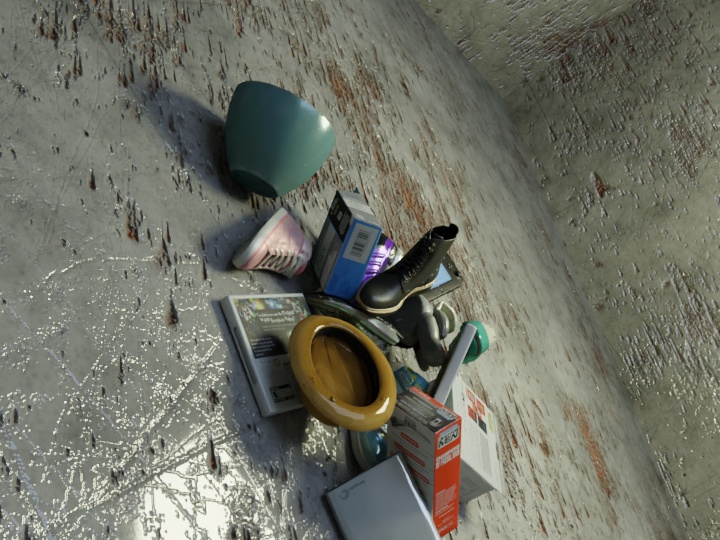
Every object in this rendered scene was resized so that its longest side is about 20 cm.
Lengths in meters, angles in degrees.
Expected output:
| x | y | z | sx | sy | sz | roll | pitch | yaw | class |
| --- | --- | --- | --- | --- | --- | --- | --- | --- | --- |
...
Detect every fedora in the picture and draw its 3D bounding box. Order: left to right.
| x | y | z | sx | sy | sz | roll | pitch | yaw | class |
| --- | --- | --- | --- | --- | --- | --- | --- | --- | --- |
| -0.039 | 0.165 | 1.078 | 0.197 | 0.082 | 0.203 | 25 | 37 | -20 | fedora |

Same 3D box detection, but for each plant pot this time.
| x | y | z | sx | sy | sz | roll | pitch | yaw | class |
| --- | --- | --- | --- | --- | --- | --- | --- | --- | --- |
| -0.157 | -0.208 | 1.245 | 0.199 | 0.197 | 0.137 | 37 | 70 | -38 | plant pot |

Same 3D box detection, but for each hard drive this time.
| x | y | z | sx | sy | sz | roll | pitch | yaw | class |
| --- | --- | --- | --- | --- | --- | --- | --- | --- | --- |
| 0.046 | 0.388 | 1.047 | 0.129 | 0.027 | 0.204 | -22 | 80 | -20 | hard drive |

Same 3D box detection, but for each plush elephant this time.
| x | y | z | sx | sy | sz | roll | pitch | yaw | class |
| --- | --- | --- | --- | --- | --- | --- | --- | --- | --- |
| 0.105 | 0.118 | 1.375 | 0.155 | 0.161 | 0.205 | 49 | 36 | -50 | plush elephant |

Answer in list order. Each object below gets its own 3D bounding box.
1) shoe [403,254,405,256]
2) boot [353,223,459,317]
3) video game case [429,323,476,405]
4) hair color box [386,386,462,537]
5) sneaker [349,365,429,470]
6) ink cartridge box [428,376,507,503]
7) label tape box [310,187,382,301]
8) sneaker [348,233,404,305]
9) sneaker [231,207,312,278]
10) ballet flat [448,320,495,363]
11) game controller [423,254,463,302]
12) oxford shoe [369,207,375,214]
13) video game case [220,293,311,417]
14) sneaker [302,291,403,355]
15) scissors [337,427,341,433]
| x | y | z | sx | sy | sz | roll | pitch | yaw | class |
| --- | --- | --- | --- | --- | --- | --- | --- | --- | --- |
| 0.095 | -0.015 | 1.574 | 0.200 | 0.090 | 0.072 | 45 | 28 | -27 | shoe |
| 0.080 | -0.009 | 1.248 | 0.077 | 0.140 | 0.198 | 43 | 43 | 17 | boot |
| 0.141 | 0.206 | 1.262 | 0.022 | 0.203 | 0.183 | 25 | -18 | 6 | video game case |
| 0.096 | 0.298 | 1.106 | 0.063 | 0.110 | 0.205 | -19 | 120 | -34 | hair color box |
| 0.055 | 0.236 | 1.192 | 0.080 | 0.129 | 0.202 | 45 | 29 | -27 | sneaker |
| 0.200 | 0.334 | 1.406 | 0.175 | 0.083 | 0.203 | 44 | 30 | -28 | ink cartridge box |
| -0.036 | -0.060 | 1.301 | 0.062 | 0.147 | 0.201 | 15 | 21 | -22 | label tape box |
| 0.000 | 0.000 | 1.360 | 0.100 | 0.069 | 0.202 | 49 | 51 | -20 | sneaker |
| -0.135 | -0.029 | 1.187 | 0.105 | 0.075 | 0.201 | 49 | 23 | -8 | sneaker |
| 0.218 | 0.130 | 1.364 | 0.200 | 0.069 | 0.069 | 105 | -36 | -73 | ballet flat |
| 0.141 | 0.010 | 1.505 | 0.198 | 0.042 | 0.106 | -21 | 82 | -50 | game controller |
| 0.009 | -0.087 | 1.492 | 0.069 | 0.074 | 0.202 | 19 | 34 | -4 | oxford shoe |
| -0.119 | 0.124 | 1.120 | 0.198 | 0.023 | 0.185 | 2 | 62 | -60 | video game case |
| -0.024 | 0.104 | 1.254 | 0.197 | 0.090 | 0.077 | 27 | 1 | -11 | sneaker |
| -0.042 | 0.177 | 1.154 | 0.074 | 0.014 | 0.201 | 60 | 16 | -19 | scissors |
